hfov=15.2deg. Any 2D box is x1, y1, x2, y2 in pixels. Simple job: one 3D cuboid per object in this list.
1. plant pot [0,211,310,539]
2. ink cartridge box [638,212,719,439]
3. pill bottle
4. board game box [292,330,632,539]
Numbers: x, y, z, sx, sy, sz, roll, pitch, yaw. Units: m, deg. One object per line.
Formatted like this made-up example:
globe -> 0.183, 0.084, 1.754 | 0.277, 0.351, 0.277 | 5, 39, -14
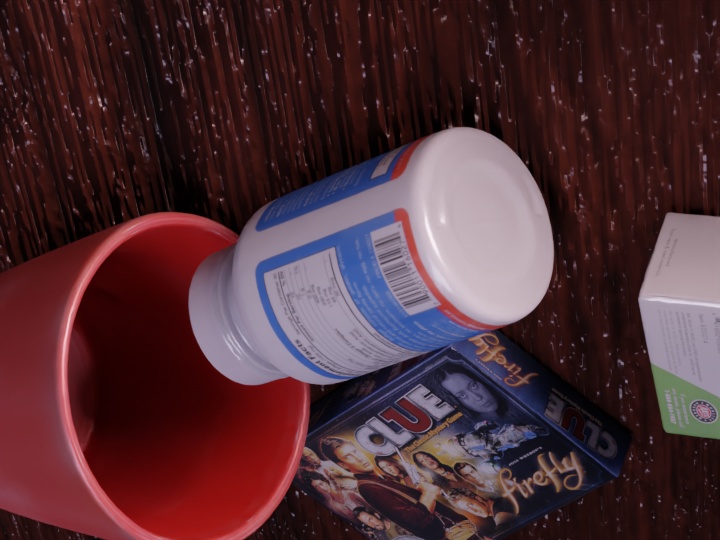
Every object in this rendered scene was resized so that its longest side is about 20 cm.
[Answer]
plant pot -> -0.159, 0.070, 1.611 | 0.177, 0.200, 0.200 | -5, 133, 45
ink cartridge box -> 0.259, 0.038, 1.441 | 0.200, 0.067, 0.117 | 7, 139, 22
pill bottle -> 0.000, 0.000, 1.497 | 0.200, 0.112, 0.112 | -20, 124, 42
board game box -> 0.051, 0.110, 1.653 | 0.135, 0.035, 0.200 | 38, 139, -15
